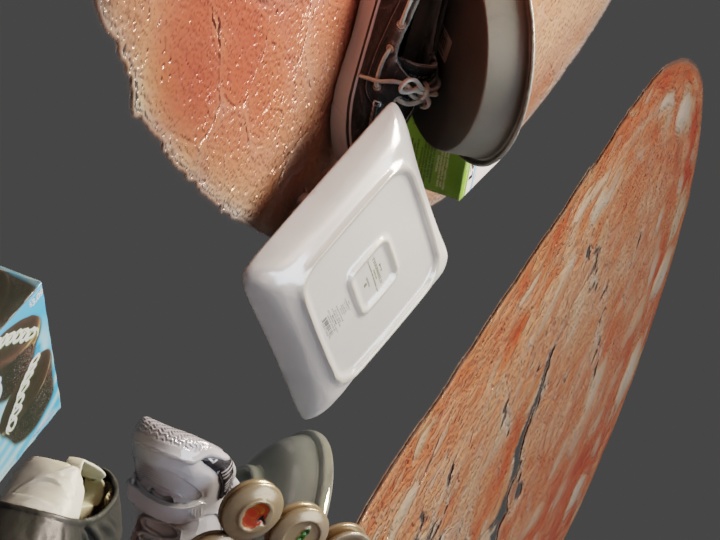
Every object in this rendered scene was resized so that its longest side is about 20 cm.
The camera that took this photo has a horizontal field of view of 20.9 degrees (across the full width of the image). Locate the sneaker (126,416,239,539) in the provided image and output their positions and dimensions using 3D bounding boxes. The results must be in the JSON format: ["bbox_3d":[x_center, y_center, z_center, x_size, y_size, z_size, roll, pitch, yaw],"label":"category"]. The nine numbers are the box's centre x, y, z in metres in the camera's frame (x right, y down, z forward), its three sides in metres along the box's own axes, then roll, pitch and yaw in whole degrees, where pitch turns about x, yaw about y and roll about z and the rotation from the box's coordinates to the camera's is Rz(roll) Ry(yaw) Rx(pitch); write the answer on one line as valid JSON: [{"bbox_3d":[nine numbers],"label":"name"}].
[{"bbox_3d":[-0.144,0.190,1.461,0.200,0.075,0.115,74,38,-65],"label":"sneaker"}]

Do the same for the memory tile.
[{"bbox_3d":[-0.093,0.254,1.472,0.153,0.017,0.200,33,99,-40],"label":"memory tile"}]

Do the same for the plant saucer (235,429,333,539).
[{"bbox_3d":[-0.092,0.216,1.594,0.200,0.050,0.200,-53,-158,31],"label":"plant saucer"}]

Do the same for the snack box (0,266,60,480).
[{"bbox_3d":[-0.247,0.104,1.131,0.200,0.037,0.116,-54,156,-38],"label":"snack box"}]

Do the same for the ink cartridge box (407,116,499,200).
[{"bbox_3d":[0.110,-0.176,1.796,0.200,0.076,0.148,-42,148,-52],"label":"ink cartridge box"}]

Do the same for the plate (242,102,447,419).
[{"bbox_3d":[0.000,0.000,1.561,0.200,0.032,0.200,-49,145,-23],"label":"plate"}]

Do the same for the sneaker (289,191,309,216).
[{"bbox_3d":[-0.031,0.013,1.628,0.082,0.075,0.200,-55,148,-15],"label":"sneaker"}]

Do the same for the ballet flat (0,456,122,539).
[{"bbox_3d":[-0.204,0.156,1.284,0.200,0.068,0.069,20,81,-82],"label":"ballet flat"}]

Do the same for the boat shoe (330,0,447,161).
[{"bbox_3d":[0.032,-0.161,1.574,0.073,0.068,0.200,-6,117,-51],"label":"boat shoe"}]

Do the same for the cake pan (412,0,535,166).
[{"bbox_3d":[0.082,-0.184,1.589,0.037,0.200,0.201,-3,122,-22],"label":"cake pan"}]
